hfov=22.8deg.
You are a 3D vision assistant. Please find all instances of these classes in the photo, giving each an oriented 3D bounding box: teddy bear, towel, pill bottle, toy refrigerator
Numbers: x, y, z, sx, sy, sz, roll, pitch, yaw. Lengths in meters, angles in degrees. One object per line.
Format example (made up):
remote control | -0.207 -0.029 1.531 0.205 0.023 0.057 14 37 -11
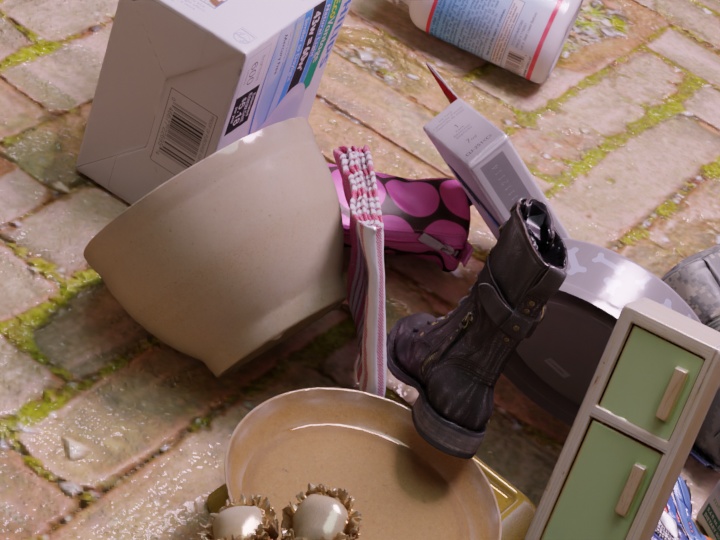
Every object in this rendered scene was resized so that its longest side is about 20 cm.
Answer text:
teddy bear | -0.037 0.224 1.035 0.144 0.067 0.202 -24 77 5
towel | 0.000 0.000 1.370 0.030 0.148 0.200 -3 22 -2
pill bottle | 0.121 -0.281 1.831 0.198 0.109 0.109 25 37 5
toy refrigerator | 0.184 0.128 1.247 0.075 0.202 0.070 26 13 19

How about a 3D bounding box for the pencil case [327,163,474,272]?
pencil case | -0.004 -0.045 1.510 0.198 0.091 0.094 4 40 -18

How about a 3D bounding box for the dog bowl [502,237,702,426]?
dog bowl | 0.182 0.055 1.377 0.199 0.201 0.059 31 64 13

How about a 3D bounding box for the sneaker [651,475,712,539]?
sneaker | 0.209 0.193 1.330 0.078 0.076 0.201 -7 43 -28

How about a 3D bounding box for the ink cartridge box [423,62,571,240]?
ink cartridge box | 0.116 -0.059 1.476 0.045 0.201 0.176 -37 32 -2

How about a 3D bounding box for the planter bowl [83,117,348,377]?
planter bowl | -0.091 -0.005 1.352 0.200 0.200 0.136 -28 85 -45

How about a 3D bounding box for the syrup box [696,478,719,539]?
syrup box | 0.340 0.145 1.345 0.081 0.201 0.079 -1 42 -27

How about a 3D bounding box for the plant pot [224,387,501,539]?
plant pot | 0.000 0.160 1.225 0.198 0.028 0.201 14 38 -11

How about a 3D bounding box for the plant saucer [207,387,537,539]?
plant saucer | 0.024 0.168 1.289 0.199 0.049 0.199 37 40 19

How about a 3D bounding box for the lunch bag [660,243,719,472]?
lunch bag | 0.333 0.067 1.493 0.199 0.140 0.169 -17 68 -37

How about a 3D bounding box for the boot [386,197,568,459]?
boot | 0.092 0.025 1.293 0.069 0.175 0.200 20 18 -18

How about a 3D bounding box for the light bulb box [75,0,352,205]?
light bulb box | -0.120 -0.171 1.514 0.124 0.199 0.200 32 39 12
